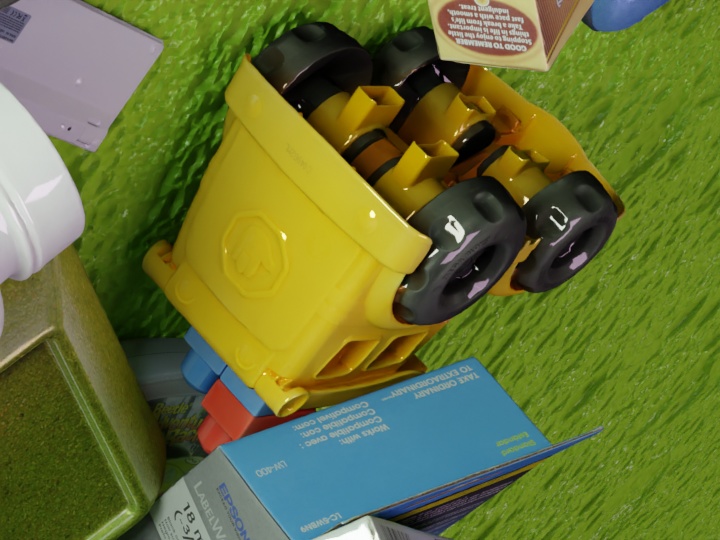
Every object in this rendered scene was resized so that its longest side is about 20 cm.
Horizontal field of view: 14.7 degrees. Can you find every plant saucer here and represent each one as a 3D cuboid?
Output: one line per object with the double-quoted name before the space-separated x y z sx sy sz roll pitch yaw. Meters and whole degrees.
"plant saucer" -0.173 0.091 1.168 0.200 0.048 0.200 -37 142 -14

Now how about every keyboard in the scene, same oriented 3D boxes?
"keyboard" -0.142 -0.090 1.083 0.056 0.011 0.200 -59 152 5

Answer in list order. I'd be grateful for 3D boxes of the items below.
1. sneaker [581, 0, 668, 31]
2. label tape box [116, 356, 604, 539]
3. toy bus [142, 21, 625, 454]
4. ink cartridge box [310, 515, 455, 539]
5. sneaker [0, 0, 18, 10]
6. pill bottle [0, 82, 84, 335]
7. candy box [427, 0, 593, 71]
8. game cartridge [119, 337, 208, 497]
"sneaker" 0.190 -0.187 1.385 0.200 0.078 0.066 -48 155 -3
"label tape box" -0.005 0.095 1.245 0.144 0.063 0.200 -17 166 -33
"toy bus" 0.000 0.000 1.275 0.200 0.136 0.192 -8 137 -55
"ink cartridge box" -0.057 0.160 1.182 0.199 0.041 0.200 -23 167 9
"sneaker" -0.152 -0.109 0.949 0.200 0.090 0.066 -53 142 2
"pill bottle" -0.200 0.013 1.010 0.200 0.112 0.112 -38 150 -21
"candy box" 0.060 -0.194 1.116 0.116 0.055 0.201 -55 144 -40
"game cartridge" -0.109 0.094 1.324 0.200 0.041 0.133 5 115 -58
